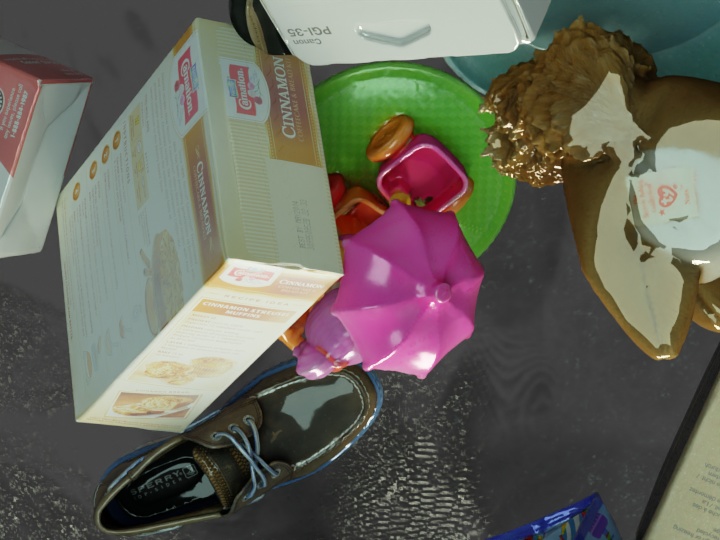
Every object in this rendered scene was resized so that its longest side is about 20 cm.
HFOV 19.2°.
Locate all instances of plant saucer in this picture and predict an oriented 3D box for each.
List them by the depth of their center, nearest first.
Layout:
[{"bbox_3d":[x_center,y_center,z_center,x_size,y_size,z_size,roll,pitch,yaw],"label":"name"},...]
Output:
[{"bbox_3d":[0.141,-0.151,1.191,0.200,0.200,0.036,-3,62,9],"label":"plant saucer"}]

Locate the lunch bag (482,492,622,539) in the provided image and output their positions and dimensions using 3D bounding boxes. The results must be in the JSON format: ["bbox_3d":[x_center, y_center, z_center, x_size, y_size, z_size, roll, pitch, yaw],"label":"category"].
[{"bbox_3d":[0.129,0.242,1.248,0.094,0.200,0.151,-25,98,12],"label":"lunch bag"}]

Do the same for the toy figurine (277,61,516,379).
[{"bbox_3d":[0.000,0.000,1.206,0.200,0.184,0.150,-39,111,18],"label":"toy figurine"}]

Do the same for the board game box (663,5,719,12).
[{"bbox_3d":[0.163,-0.249,1.223,0.095,0.030,0.200,-1,100,10],"label":"board game box"}]

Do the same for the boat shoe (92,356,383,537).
[{"bbox_3d":[-0.076,0.118,1.316,0.200,0.072,0.072,-30,97,14],"label":"boat shoe"}]

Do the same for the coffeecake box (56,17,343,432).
[{"bbox_3d":[-0.097,-0.021,1.203,0.073,0.154,0.200,8,148,-30],"label":"coffeecake box"}]

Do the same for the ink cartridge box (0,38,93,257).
[{"bbox_3d":[-0.274,-0.098,1.285,0.200,0.067,0.117,24,105,18],"label":"ink cartridge box"}]

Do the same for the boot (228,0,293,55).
[{"bbox_3d":[-0.085,-0.185,1.198,0.138,0.200,0.078,-2,127,13],"label":"boot"}]

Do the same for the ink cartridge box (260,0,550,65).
[{"bbox_3d":[0.043,-0.209,1.104,0.146,0.200,0.083,0,140,32],"label":"ink cartridge box"}]

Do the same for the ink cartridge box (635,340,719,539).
[{"bbox_3d":[0.283,0.139,1.268,0.200,0.075,0.165,23,106,2],"label":"ink cartridge box"}]

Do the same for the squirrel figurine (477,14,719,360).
[{"bbox_3d":[0.166,-0.061,1.186,0.200,0.187,0.142,42,103,4],"label":"squirrel figurine"}]
